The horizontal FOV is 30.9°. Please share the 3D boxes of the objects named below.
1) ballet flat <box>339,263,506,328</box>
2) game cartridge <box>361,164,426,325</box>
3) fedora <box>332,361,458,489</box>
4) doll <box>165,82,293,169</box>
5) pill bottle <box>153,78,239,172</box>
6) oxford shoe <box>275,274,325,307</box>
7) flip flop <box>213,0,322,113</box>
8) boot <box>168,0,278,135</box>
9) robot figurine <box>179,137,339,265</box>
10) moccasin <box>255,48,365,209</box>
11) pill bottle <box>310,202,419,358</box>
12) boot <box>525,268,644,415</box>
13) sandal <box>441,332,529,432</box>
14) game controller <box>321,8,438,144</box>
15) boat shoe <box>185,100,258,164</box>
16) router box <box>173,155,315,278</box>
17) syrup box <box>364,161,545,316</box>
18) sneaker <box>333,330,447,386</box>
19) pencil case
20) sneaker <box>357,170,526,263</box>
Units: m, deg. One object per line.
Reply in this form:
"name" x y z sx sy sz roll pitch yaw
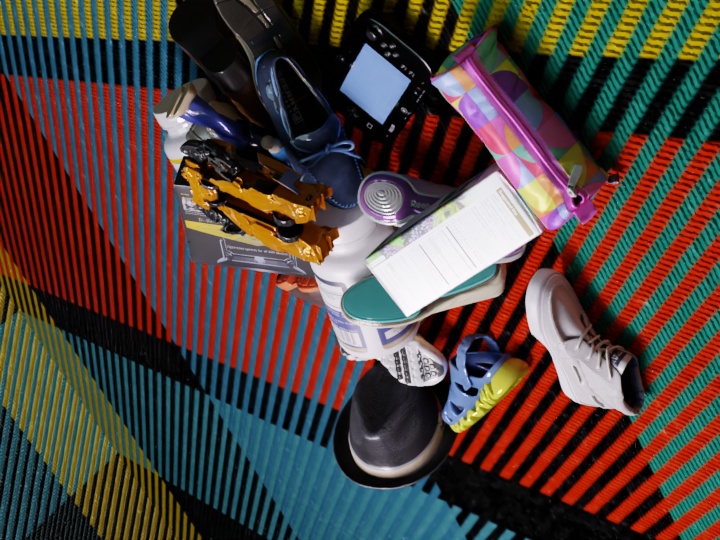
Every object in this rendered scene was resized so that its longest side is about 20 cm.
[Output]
"ballet flat" 0.076 0.028 1.517 0.069 0.197 0.070 -13 -90 -80
"game cartridge" 0.037 -0.030 1.653 0.176 0.032 0.200 44 153 10
"fedora" 0.040 0.192 1.761 0.199 0.200 0.092 27 150 39
"doll" -0.127 -0.154 1.538 0.198 0.049 0.136 26 173 -21
"pill bottle" -0.192 -0.150 1.752 0.112 0.112 0.201 11 136 53
"oxford shoe" -0.052 0.013 1.828 0.072 0.072 0.200 36 169 -19
"flip flop" -0.107 -0.263 1.502 0.201 0.080 0.058 59 -173 -23
"boot" -0.146 -0.236 1.624 0.188 0.068 0.200 45 176 41
"robot figurine" -0.120 -0.085 1.490 0.198 0.058 0.146 26 147 25
"moccasin" -0.059 -0.153 1.462 0.201 0.080 0.068 54 170 -12
"pill bottle" 0.000 0.000 1.588 0.110 0.111 0.202 25 145 41
"boot" 0.252 0.079 1.416 0.095 0.074 0.201 15 148 41
"sandal" 0.146 0.140 1.671 0.087 0.079 0.200 47 148 10
"game controller" 0.019 -0.205 1.403 0.104 0.042 0.200 47 157 3
"boat shoe" -0.135 -0.134 1.679 0.201 0.060 0.072 39 -161 -24
"router box" -0.128 -0.065 1.661 0.197 0.053 0.158 8 143 8
"syrup box" 0.107 -0.040 1.353 0.199 0.079 0.082 -35 96 37
"sneaker" 0.052 0.095 1.750 0.199 0.080 0.076 22 125 46
"pencil case" 0.154 -0.132 1.236 0.200 0.088 0.088 49 156 -4
"sneaker" 0.099 -0.066 1.461 0.198 0.076 0.099 23 -170 19
